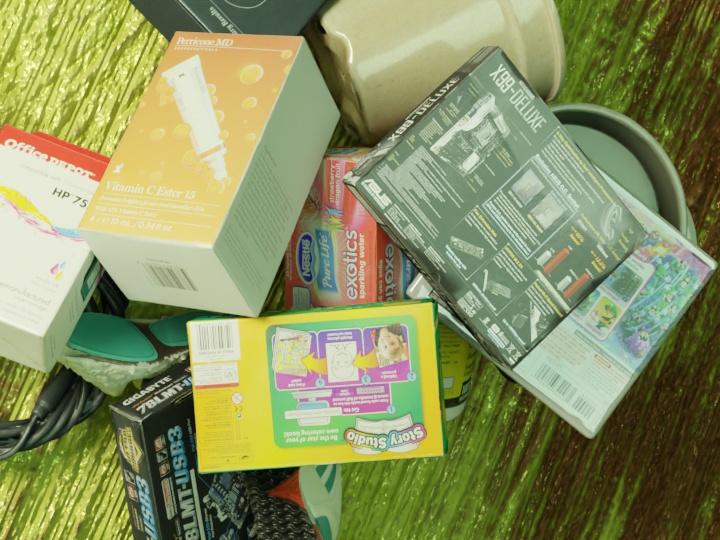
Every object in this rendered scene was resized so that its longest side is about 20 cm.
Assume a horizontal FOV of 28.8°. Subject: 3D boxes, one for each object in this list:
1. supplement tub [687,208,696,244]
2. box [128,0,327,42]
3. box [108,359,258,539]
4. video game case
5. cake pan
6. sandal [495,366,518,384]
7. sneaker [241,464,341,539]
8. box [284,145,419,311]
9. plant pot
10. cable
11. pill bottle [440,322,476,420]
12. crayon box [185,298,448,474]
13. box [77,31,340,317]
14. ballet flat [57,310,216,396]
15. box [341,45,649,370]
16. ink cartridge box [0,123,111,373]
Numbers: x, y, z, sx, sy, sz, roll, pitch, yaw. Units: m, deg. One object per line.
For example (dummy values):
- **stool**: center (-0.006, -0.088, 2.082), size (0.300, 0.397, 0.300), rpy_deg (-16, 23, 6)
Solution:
- **supplement tub**: center (0.208, -0.024, 1.328), size (0.138, 0.199, 0.143), rpy_deg (-2, 95, -26)
- **box**: center (-0.096, -0.281, 1.204), size (0.148, 0.107, 0.201), rpy_deg (45, 74, -23)
- **box**: center (-0.114, 0.166, 1.210), size (0.197, 0.049, 0.203), rpy_deg (-29, 122, -40)
- **video game case**: center (0.168, 0.007, 1.162), size (0.199, 0.024, 0.183), rpy_deg (38, 87, -5)
- **cake pan**: center (0.177, -0.040, 1.191), size (0.197, 0.037, 0.204), rpy_deg (0, 92, -5)
- **sandal**: center (0.145, 0.007, 1.246), size (0.081, 0.054, 0.203), rpy_deg (-26, 117, -58)
- **sneaker**: center (-0.057, 0.160, 1.202), size (0.069, 0.093, 0.203), rpy_deg (-5, 105, 18)
- **box**: center (0.000, 0.000, 1.189), size (0.094, 0.102, 0.203), rpy_deg (-15, 107, -53)
- **plant pot**: center (0.056, -0.209, 1.257), size (0.182, 0.200, 0.203), rpy_deg (-25, 105, -11)
- **cable**: center (-0.279, 0.061, 1.178), size (0.162, 0.051, 0.203), rpy_deg (16, 84, -32)
- **pill bottle**: center (0.059, 0.027, 1.281), size (0.111, 0.112, 0.203), rpy_deg (1, 110, -27)
- **crayon box**: center (-0.033, 0.090, 1.104), size (0.197, 0.058, 0.121), rpy_deg (-4, 92, 4)
- **box**: center (-0.114, -0.079, 1.100), size (0.098, 0.123, 0.202), rpy_deg (62, 41, -51)
- **ballet flat**: center (-0.186, 0.076, 1.182), size (0.199, 0.071, 0.073), rpy_deg (0, 95, -49)
- **box**: center (0.107, -0.049, 1.104), size (0.158, 0.050, 0.200), rpy_deg (-43, 103, -4)
- **ink cartridge box**: center (-0.255, -0.035, 1.108), size (0.115, 0.068, 0.202), rpy_deg (20, 60, 4)
